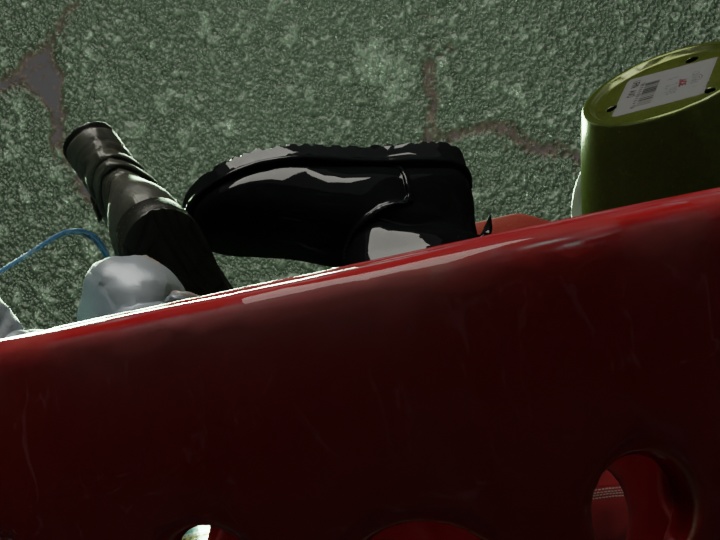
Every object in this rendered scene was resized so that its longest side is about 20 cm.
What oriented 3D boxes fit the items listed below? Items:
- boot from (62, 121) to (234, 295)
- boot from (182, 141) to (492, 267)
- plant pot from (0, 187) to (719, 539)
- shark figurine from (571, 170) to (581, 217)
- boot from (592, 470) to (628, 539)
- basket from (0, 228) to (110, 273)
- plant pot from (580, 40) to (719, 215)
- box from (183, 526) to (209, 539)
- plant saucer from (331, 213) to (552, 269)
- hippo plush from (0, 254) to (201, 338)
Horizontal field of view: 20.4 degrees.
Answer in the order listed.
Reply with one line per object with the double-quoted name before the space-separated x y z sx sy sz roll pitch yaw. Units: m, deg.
"boot" -0.114 0.006 1.232 0.067 0.201 0.131 -27 37 -10
"boot" -0.001 0.001 1.200 0.197 0.163 0.074 -7 -43 -9
"plant pot" 0.024 0.083 0.447 0.199 0.184 0.200 -13 2 0
"shark figurine" 0.161 0.030 1.450 0.127 0.215 0.090 -26 39 4
"boot" 0.095 0.075 0.912 0.072 0.145 0.199 -14 -1 43
"basket" -0.199 0.097 1.222 0.176 0.201 0.139 -27 6 -13
"plant pot" 0.189 -0.007 1.030 0.186 0.201 0.187 -21 21 8
"box" -0.084 0.161 1.022 0.082 0.050 0.200 -13 1 -2
"plant saucer" 0.032 0.026 1.484 0.199 0.037 0.200 -14 -24 -30
"hippo plush" -0.157 0.047 1.064 0.160 0.160 0.200 -23 37 -6
